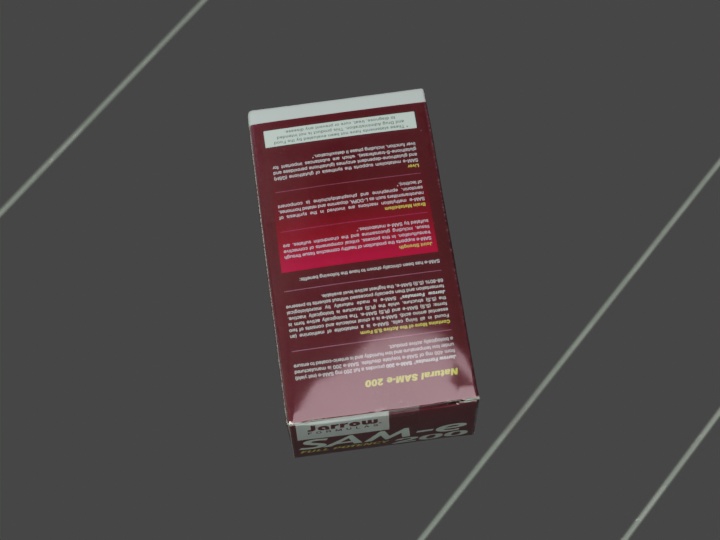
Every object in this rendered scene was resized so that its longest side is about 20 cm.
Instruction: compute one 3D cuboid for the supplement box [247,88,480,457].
[{"bbox_3d":[0.000,0.000,1.055,0.109,0.061,0.200,-7,65,-1],"label":"supplement box"}]
